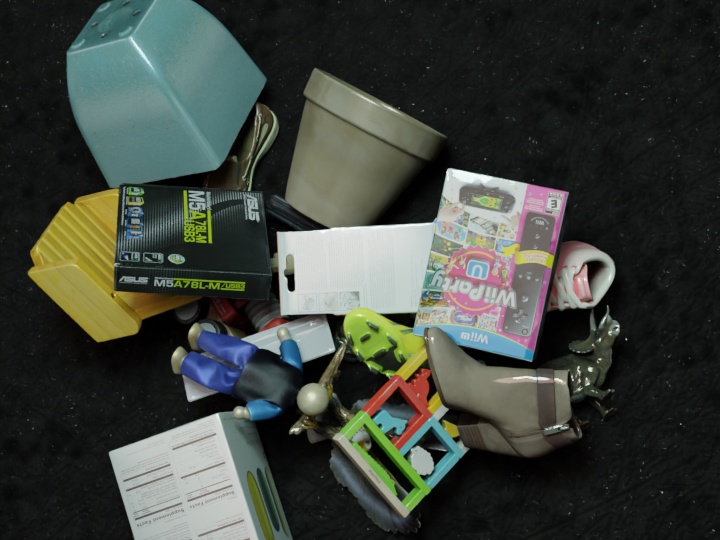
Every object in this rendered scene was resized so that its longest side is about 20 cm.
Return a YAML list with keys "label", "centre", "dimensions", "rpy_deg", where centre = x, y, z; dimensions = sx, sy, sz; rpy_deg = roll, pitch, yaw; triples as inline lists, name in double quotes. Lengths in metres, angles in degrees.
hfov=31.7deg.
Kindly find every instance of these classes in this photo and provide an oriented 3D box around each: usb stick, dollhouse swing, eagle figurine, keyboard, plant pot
- label: "usb stick"
  centre: [-0.041, -0.046, 1.699]
  dimensions: [0.199, 0.055, 0.033]
  rpy_deg: [30, 92, 21]
- label: "dollhouse swing"
  centre: [-0.292, -0.035, 1.662]
  dimensions: [0.175, 0.182, 0.200]
  rpy_deg: [-33, 21, 26]
- label: "eagle figurine"
  centre: [0.014, 0.215, 1.577]
  dimensions: [0.199, 0.151, 0.152]
  rpy_deg: [32, 126, -8]
- label: "keyboard"
  centre: [-0.131, 0.108, 1.594]
  dimensions: [0.199, 0.011, 0.057]
  rpy_deg: [-20, 73, 8]
- label: "plant pot"
  centre: [-0.279, -0.259, 1.705]
  dimensions: [0.195, 0.200, 0.197]
  rpy_deg: [-6, 43, 30]
- label: "plant pot"
  centre: [-0.010, -0.143, 1.665]
  dimensions: [0.199, 0.200, 0.174]
  rpy_deg: [30, 98, 23]

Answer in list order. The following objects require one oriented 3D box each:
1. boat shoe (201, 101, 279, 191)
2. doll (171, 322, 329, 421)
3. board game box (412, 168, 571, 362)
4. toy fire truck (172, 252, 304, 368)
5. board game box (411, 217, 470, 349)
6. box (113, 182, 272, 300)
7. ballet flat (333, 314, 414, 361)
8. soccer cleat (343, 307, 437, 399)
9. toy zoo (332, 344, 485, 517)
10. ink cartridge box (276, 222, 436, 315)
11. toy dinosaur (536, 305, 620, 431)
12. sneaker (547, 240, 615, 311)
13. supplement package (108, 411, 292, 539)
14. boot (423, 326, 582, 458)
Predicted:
- label: "boat shoe"
  centre: [-0.184, -0.146, 1.764]
  dimensions: [0.074, 0.075, 0.203]
  rpy_deg: [17, 78, 20]
- label: "doll"
  centre: [-0.127, 0.124, 1.550]
  dimensions: [0.199, 0.049, 0.137]
  rpy_deg: [21, 59, 20]
- label: "board game box"
  centre: [0.156, -0.006, 1.494]
  dimensions: [0.147, 0.064, 0.201]
  rpy_deg: [12, 91, 11]
- label: "toy fire truck"
  centre: [-0.115, 0.053, 1.667]
  dimensions: [0.200, 0.129, 0.176]
  rpy_deg: [-40, 66, 11]
- label: "board game box"
  centre: [0.147, -0.002, 1.601]
  dimensions: [0.158, 0.039, 0.200]
  rpy_deg: [40, 84, -5]
- label: "box"
  centre: [-0.214, -0.040, 1.615]
  dimensions: [0.192, 0.048, 0.200]
  rpy_deg: [2, 34, -9]
- label: "ballet flat"
  centre: [0.042, 0.039, 1.641]
  dimensions: [0.200, 0.072, 0.072]
  rpy_deg: [-43, 66, -1]
- label: "soccer cleat"
  centre: [0.057, 0.095, 1.566]
  dimensions: [0.065, 0.200, 0.084]
  rpy_deg: [-40, 30, 33]
- label: "toy zoo"
  centre: [0.078, 0.177, 1.513]
  dimensions: [0.200, 0.020, 0.131]
  rpy_deg: [-45, 106, -16]
- label: "ink cartridge box"
  centre: [0.000, 0.000, 1.570]
  dimensions: [0.199, 0.050, 0.110]
  rpy_deg: [-2, 90, 7]
- label: "toy dinosaur"
  centre: [0.250, 0.143, 1.555]
  dimensions: [0.200, 0.077, 0.103]
  rpy_deg: [-35, 54, 8]
- label: "sneaker"
  centre: [0.219, 0.019, 1.543]
  dimensions: [0.199, 0.105, 0.076]
  rpy_deg: [-21, 107, -17]
- label: "supplement package"
  centre: [-0.189, 0.292, 1.559]
  dimensions: [0.150, 0.152, 0.201]
  rpy_deg: [-20, 82, 8]
- label: "boot"
  centre: [0.169, 0.135, 1.456]
  dimensions: [0.145, 0.201, 0.070]
  rpy_deg: [-11, 35, 21]
